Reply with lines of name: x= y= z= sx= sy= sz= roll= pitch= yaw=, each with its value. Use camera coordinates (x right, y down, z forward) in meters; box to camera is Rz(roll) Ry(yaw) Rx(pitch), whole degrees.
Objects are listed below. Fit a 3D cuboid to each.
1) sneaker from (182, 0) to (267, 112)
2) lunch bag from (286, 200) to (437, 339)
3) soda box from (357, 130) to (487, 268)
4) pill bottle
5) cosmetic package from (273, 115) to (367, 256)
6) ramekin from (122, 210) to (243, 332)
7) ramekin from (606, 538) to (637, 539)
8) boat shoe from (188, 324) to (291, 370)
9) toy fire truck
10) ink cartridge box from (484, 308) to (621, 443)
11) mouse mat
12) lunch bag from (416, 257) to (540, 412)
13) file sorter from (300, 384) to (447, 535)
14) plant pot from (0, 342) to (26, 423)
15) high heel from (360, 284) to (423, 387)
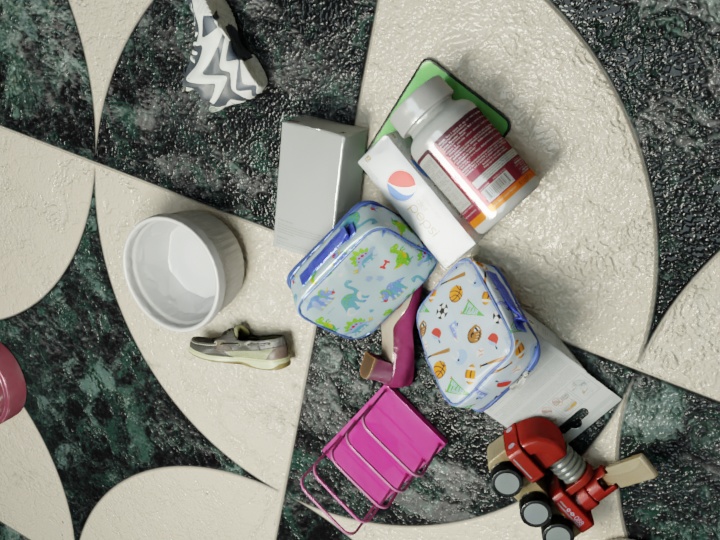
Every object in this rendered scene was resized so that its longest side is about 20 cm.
sneaker: x=-0.245 y=-0.338 z=1.172 sx=0.129 sy=0.080 sz=0.200 roll=-28 pitch=104 yaw=23
lunch bag: x=0.000 y=0.000 z=1.107 sx=0.200 sy=0.160 sz=0.083 roll=-46 pitch=43 yaw=22
soda box: x=0.090 y=-0.105 z=1.084 sx=0.064 sy=0.068 sz=0.200 roll=-41 pitch=87 yaw=30
pill bottle: x=0.138 y=-0.157 z=1.019 sx=0.200 sy=0.109 sz=0.109 roll=50 pitch=121 yaw=3
cosmetic package: x=-0.062 y=-0.124 z=1.153 sx=0.112 sy=0.081 sz=0.202 roll=19 pitch=114 yaw=23
ramekin: x=-0.292 y=-0.007 z=1.288 sx=0.199 sy=0.105 sz=0.202 roll=9 pitch=112 yaw=24
ramekin: x=0.400 y=0.496 z=1.122 sx=0.198 sy=0.105 sz=0.202 roll=8 pitch=110 yaw=23
boat shoe: x=-0.211 y=0.128 z=1.327 sx=0.199 sy=0.072 sz=0.067 roll=6 pitch=100 yaw=24
toy fire truck: x=0.305 y=0.285 z=1.089 sx=0.200 sy=0.129 sz=0.176 roll=-41 pitch=98 yaw=16
ink cartridge box: x=0.255 y=0.169 z=1.128 sx=0.199 sy=0.057 sz=0.163 roll=34 pitch=121 yaw=-11
mouse mat: x=0.103 y=-0.180 z=1.096 sx=0.161 sy=0.008 sz=0.201 roll=40 pitch=119 yaw=9
lunch bag: x=0.164 y=0.089 z=1.062 sx=0.160 sy=0.075 sz=0.201 roll=-50 pitch=41 yaw=27
file sorter: x=0.015 y=0.315 z=1.241 sx=0.139 sy=0.125 sz=0.200 roll=44 pitch=120 yaw=7
plant pot: x=-0.859 y=0.263 z=1.631 sx=0.198 sy=0.179 sz=0.202 roll=8 pitch=110 yaw=23
high heel: x=0.074 y=0.089 z=1.192 sx=0.067 sy=0.096 sz=0.201 roll=44 pitch=113 yaw=52
